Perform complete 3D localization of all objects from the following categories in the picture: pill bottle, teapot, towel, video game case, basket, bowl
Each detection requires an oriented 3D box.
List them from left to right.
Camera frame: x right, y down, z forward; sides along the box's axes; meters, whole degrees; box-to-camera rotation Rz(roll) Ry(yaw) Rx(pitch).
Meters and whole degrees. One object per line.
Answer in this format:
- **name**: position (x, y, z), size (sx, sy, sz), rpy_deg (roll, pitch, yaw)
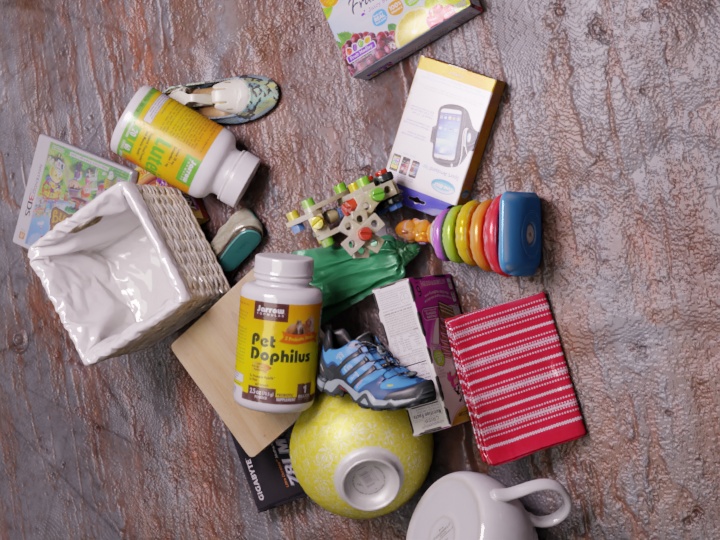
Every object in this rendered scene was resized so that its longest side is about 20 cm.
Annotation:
- **video game case**: position (-0.446, -0.098, 1.896), size (0.200, 0.022, 0.183), rpy_deg (22, 101, 26)
- **basket**: position (-0.327, 0.001, 1.745), size (0.198, 0.161, 0.200), rpy_deg (-32, 82, 20)
- **pill bottle**: position (-0.252, -0.175, 1.775), size (0.200, 0.111, 0.111), rpy_deg (29, 106, -3)
- **pill bottle**: position (-0.107, 0.080, 1.605), size (0.109, 0.109, 0.201), rpy_deg (8, 98, 27)
- **bowl**: position (0.008, 0.259, 1.629), size (0.199, 0.108, 0.201), rpy_deg (-2, 111, -6)
- **teapot**: position (0.164, 0.361, 1.590), size (0.200, 0.146, 0.198), rpy_deg (-8, 65, 59)
- **towel**: position (0.203, 0.141, 1.588), size (0.144, 0.022, 0.201), rpy_deg (-15, 85, -7)

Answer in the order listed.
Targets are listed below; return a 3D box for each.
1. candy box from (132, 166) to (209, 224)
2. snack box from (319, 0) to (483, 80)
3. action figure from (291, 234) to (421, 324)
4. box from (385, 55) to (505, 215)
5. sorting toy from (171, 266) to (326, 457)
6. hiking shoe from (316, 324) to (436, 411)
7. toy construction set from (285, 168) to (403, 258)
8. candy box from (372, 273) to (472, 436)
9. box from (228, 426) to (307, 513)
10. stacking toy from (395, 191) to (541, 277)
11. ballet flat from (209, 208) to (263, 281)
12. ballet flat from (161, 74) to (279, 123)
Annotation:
- **candy box**: position (-0.340, -0.090, 1.882), size (0.200, 0.056, 0.117), rpy_deg (-26, 79, 25)
- **snack box**: position (0.050, -0.372, 1.670), size (0.200, 0.053, 0.143), rpy_deg (-28, 78, 26)
- **action figure**: position (0.000, 0.000, 1.707), size (0.200, 0.055, 0.118), rpy_deg (-20, 82, 31)
- **box**: position (0.109, -0.178, 1.655), size (0.119, 0.041, 0.201), rpy_deg (23, 105, 25)
- **sorting toy**: position (-0.131, 0.122, 1.716), size (0.199, 0.070, 0.200), rpy_deg (-41, 79, 21)
- **hiking shoe**: position (0.013, 0.124, 1.546), size (0.200, 0.074, 0.087), rpy_deg (8, 104, 45)
- **toy construction set**: position (-0.015, -0.078, 1.655), size (0.200, 0.131, 0.092), rpy_deg (22, 135, 66)
- **candy box**: position (0.096, 0.109, 1.617), size (0.061, 0.136, 0.201), rpy_deg (-18, 84, 28)
- **box**: position (-0.096, 0.228, 1.772), size (0.198, 0.050, 0.201), rpy_deg (-23, 80, 25)
- **stacking toy**: position (0.133, -0.049, 1.607), size (0.199, 0.116, 0.110), rpy_deg (2, 93, 30)
- **ballet flat**: position (-0.217, -0.013, 1.828), size (0.200, 0.067, 0.062), rpy_deg (-44, 45, 18)
- **ballet flat**: position (-0.218, -0.251, 1.806), size (0.199, 0.074, 0.075), rpy_deg (-6, 89, 27)
